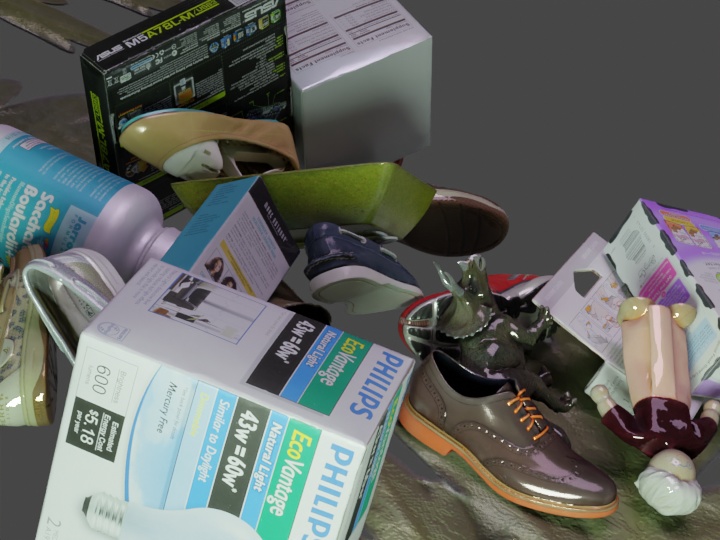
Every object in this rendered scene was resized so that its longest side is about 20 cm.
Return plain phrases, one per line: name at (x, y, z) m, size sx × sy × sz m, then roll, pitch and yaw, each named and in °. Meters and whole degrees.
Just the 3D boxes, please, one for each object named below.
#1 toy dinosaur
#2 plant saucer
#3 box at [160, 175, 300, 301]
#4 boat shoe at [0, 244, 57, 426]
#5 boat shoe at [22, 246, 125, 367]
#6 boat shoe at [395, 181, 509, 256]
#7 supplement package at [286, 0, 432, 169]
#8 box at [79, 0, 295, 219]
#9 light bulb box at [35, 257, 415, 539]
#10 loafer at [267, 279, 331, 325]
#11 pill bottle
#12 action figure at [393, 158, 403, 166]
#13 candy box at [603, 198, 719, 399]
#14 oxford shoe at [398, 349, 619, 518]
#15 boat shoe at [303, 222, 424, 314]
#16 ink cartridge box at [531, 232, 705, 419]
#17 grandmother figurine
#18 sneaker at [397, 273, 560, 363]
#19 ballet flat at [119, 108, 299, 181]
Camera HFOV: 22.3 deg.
toy dinosaur at (0.122, 0.087, 1.566) m, size 0.102 × 0.077 × 0.201 m, roll -8°, pitch 76°, yaw -26°
plant saucer at (-0.045, -0.052, 1.636) m, size 0.199 × 0.048 × 0.200 m, roll -5°, pitch -6°, yaw 13°
box at (-0.123, 0.014, 1.485) m, size 0.049 × 0.082 × 0.200 m, roll -9°, pitch 32°, yaw 33°
boat shoe at (-0.268, 0.046, 1.414) m, size 0.062 × 0.074 × 0.200 m, roll -7°, pitch 32°, yaw -5°
boat shoe at (-0.180, 0.072, 1.364) m, size 0.202 × 0.074 × 0.065 m, roll 57°, pitch 27°, yaw 10°
boat shoe at (0.048, -0.066, 1.802) m, size 0.202 × 0.075 × 0.075 m, roll 7°, pitch 37°, yaw -21°
supplement package at (-0.043, -0.209, 1.834) m, size 0.150 × 0.152 × 0.200 m, roll -25°, pitch 53°, yaw -20°
box at (-0.151, -0.151, 1.655) m, size 0.200 × 0.194 × 0.047 m, roll -31°, pitch 52°, yaw -26°
light bulb box at (-0.093, 0.129, 1.231) m, size 0.199 × 0.199 × 0.125 m, roll 20°, pitch 29°, yaw 8°
loafer at (-0.059, 0.050, 1.538) m, size 0.076 × 0.068 × 0.200 m, roll 1°, pitch 32°, yaw -30°
pill bottle at (-0.244, -0.038, 1.542) m, size 0.199 × 0.111 × 0.111 m, roll 24°, pitch 28°, yaw 13°
action figure at (-0.055, -0.141, 1.916) m, size 0.199 × 0.052 × 0.065 m, roll 20°, pitch 22°, yaw 15°
candy box at (0.344, 0.035, 1.705) m, size 0.167 × 0.072 × 0.200 m, roll 12°, pitch 35°, yaw -32°
oxford shoe at (0.125, 0.134, 1.487) m, size 0.200 × 0.073 × 0.071 m, roll 27°, pitch 28°, yaw 17°
boat shoe at (0.000, 0.000, 1.595) m, size 0.200 × 0.075 × 0.062 m, roll 16°, pitch 57°, yaw -65°
ink cartridge box at (0.249, 0.061, 1.693) m, size 0.176 × 0.045 × 0.200 m, roll 36°, pitch 30°, yaw 8°
grandmother figurine at (0.254, 0.117, 1.549) m, size 0.121 × 0.061 × 0.201 m, roll 3°, pitch 54°, yaw -6°
sneaker at (0.101, 0.043, 1.667) m, size 0.200 × 0.077 × 0.085 m, roll -9°, pitch 17°, yaw -43°
ballet flat at (-0.124, -0.105, 1.619) m, size 0.200 × 0.069 × 0.063 m, roll -3°, pitch 62°, yaw -48°
